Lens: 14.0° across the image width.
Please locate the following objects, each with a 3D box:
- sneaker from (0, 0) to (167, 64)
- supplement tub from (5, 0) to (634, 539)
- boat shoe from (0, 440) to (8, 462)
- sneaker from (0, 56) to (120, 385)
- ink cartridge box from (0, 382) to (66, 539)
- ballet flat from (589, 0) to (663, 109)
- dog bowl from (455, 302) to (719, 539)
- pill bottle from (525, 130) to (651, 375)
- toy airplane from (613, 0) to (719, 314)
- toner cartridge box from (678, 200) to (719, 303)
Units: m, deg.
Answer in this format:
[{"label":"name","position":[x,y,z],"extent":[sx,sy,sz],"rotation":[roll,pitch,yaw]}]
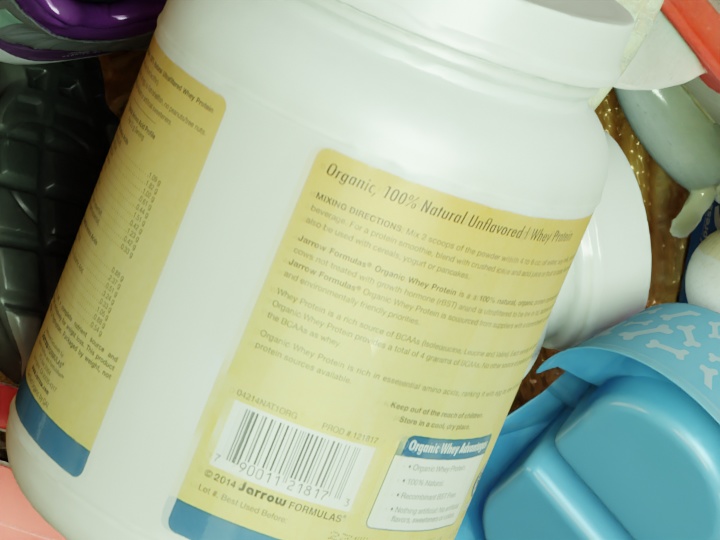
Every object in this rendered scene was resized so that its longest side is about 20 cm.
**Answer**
[{"label":"sneaker","position":[-0.031,-0.101,0.956],"extent":[0.199,0.087,0.075],"rotation":[-14,99,-21]},{"label":"supplement tub","position":[-0.011,-0.007,0.889],"extent":[0.144,0.145,0.201],"rotation":[17,105,-21]},{"label":"boat shoe","position":[-0.099,0.099,1.067],"extent":[0.199,0.064,0.071],"rotation":[12,88,-22]},{"label":"sneaker","position":[-0.121,-0.043,1.007],"extent":[0.075,0.079,0.201],"rotation":[18,51,-40]},{"label":"ink cartridge box","position":[-0.141,0.133,0.991],"extent":[0.116,0.067,0.201],"rotation":[20,91,-18]},{"label":"ballet flat","position":[0.051,-0.071,0.975],"extent":[0.201,0.067,0.062],"rotation":[-65,156,6]},{"label":"dog bowl","position":[0.100,0.080,1.084],"extent":[0.112,0.200,0.050],"rotation":[48,57,5]},{"label":"pill bottle","position":[0.000,0.000,1.077],"extent":[0.199,0.113,0.114],"rotation":[-9,96,-22]},{"label":"toy airplane","position":[0.152,-0.041,1.049],"extent":[0.198,0.200,0.142],"rotation":[31,100,17]},{"label":"toner cartridge box","position":[0.170,0.058,1.184],"extent":[0.094,0.043,0.202],"rotation":[12,87,-20]}]
